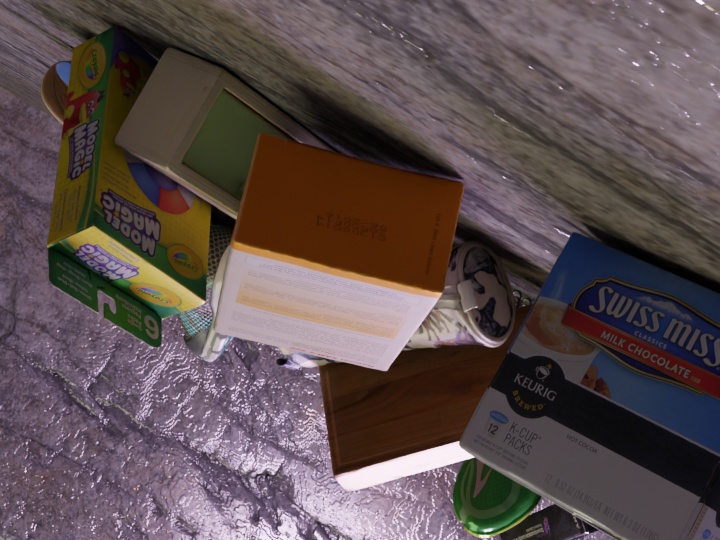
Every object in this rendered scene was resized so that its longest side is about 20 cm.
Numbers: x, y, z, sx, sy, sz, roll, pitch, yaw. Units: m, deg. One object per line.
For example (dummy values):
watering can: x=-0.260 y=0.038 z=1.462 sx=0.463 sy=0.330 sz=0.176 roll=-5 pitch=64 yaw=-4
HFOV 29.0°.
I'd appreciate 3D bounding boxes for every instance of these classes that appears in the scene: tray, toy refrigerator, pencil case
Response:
tray: x=0.071 y=0.095 z=1.073 sx=0.037 sy=0.199 sz=0.099 roll=57 pitch=-161 yaw=-53
toy refrigerator: x=-0.067 y=-0.069 z=0.969 sx=0.070 sy=0.076 sz=0.200 roll=27 pitch=175 yaw=41
pencil case: x=0.020 y=0.028 z=1.044 sx=0.200 sy=0.078 sz=0.089 roll=-10 pitch=-175 yaw=36

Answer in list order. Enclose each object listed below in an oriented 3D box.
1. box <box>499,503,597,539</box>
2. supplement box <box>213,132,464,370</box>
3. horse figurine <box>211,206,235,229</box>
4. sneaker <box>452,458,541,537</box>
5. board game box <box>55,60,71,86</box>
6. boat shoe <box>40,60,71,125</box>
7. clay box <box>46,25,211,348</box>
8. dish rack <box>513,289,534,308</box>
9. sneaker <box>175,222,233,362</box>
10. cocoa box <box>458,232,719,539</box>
box: x=0.231 y=0.190 z=1.175 sx=0.036 sy=0.200 sz=0.143 roll=67 pitch=153 yaw=13
supplement box: x=-0.020 y=-0.005 z=0.873 sx=0.126 sy=0.074 sz=0.200 roll=14 pitch=161 yaw=-5
horse figurine: x=-0.130 y=-0.060 z=1.135 sx=0.200 sy=0.050 sz=0.133 roll=33 pitch=164 yaw=37
sneaker: x=0.143 y=0.128 z=1.134 sx=0.074 sy=0.200 sz=0.084 roll=39 pitch=175 yaw=26
board game box: x=-0.157 y=-0.132 z=1.155 sx=0.200 sy=0.039 sz=0.158 roll=26 pitch=170 yaw=19
boat shoe: x=-0.230 y=-0.139 z=1.354 sx=0.200 sy=0.074 sz=0.069 roll=32 pitch=172 yaw=-32
clay box: x=-0.155 y=-0.057 z=0.964 sx=0.048 sy=0.200 sz=0.115 roll=-22 pitch=142 yaw=27
dish rack: x=0.130 y=0.044 z=1.223 sx=0.153 sy=0.055 sz=0.200 roll=24 pitch=172 yaw=47
sneaker: x=-0.127 y=0.006 z=1.098 sx=0.091 sy=0.078 sz=0.200 roll=31 pitch=154 yaw=1
cocoa box: x=0.171 y=0.087 z=0.761 sx=0.133 sy=0.131 sz=0.200 roll=27 pitch=176 yaw=34
